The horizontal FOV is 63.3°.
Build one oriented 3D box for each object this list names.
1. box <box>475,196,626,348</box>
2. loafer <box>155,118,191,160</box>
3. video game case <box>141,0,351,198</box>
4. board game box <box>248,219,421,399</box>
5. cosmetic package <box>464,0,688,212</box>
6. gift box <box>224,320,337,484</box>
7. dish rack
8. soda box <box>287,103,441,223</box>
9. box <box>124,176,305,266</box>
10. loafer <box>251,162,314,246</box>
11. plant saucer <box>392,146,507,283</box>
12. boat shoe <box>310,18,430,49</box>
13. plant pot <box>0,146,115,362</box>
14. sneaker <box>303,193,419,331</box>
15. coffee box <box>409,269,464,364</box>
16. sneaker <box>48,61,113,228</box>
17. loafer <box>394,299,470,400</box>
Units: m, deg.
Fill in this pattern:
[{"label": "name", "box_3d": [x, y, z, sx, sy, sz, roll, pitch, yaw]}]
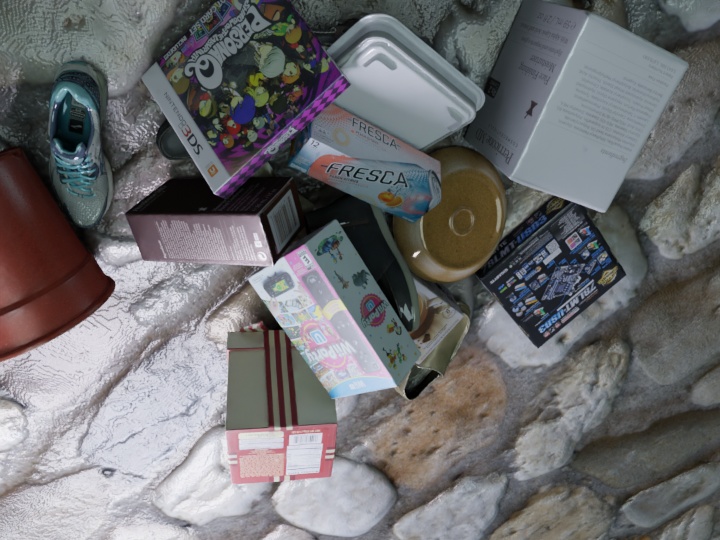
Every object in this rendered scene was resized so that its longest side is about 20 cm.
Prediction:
[{"label": "box", "box_3d": [0.315, 0.002, 0.969, 0.199, 0.050, 0.198, -41, 121, 10]}, {"label": "loafer", "box_3d": [-0.165, -0.188, 0.727, 0.196, 0.073, 0.074, -26, 123, 2]}, {"label": "video game case", "box_3d": [-0.137, -0.219, 0.674, 0.199, 0.036, 0.183, -38, 77, 10]}, {"label": "board game box", "box_3d": [-0.035, 0.057, 0.743, 0.146, 0.064, 0.202, -24, 104, 49]}, {"label": "cosmetic package", "box_3d": [0.268, -0.216, 0.765, 0.161, 0.166, 0.204, 14, 114, -20]}, {"label": "gift box", "box_3d": [-0.113, 0.185, 0.882, 0.179, 0.190, 0.203, 2, 134, -13]}, {"label": "dish rack", "box_3d": [0.037, -0.205, 0.718, 0.197, 0.045, 0.170, 25, 151, -33]}, {"label": "soda box", "box_3d": [0.009, -0.135, 0.736, 0.196, 0.070, 0.063, 21, 147, -26]}, {"label": "box", "box_3d": [-0.179, -0.064, 0.729, 0.195, 0.101, 0.077, 1, 124, 22]}, {"label": "loafer", "box_3d": [-0.106, -0.086, 0.804, 0.068, 0.075, 0.203, -44, 117, -29]}, {"label": "plant saucer", "box_3d": [0.142, -0.076, 0.857, 0.195, 0.035, 0.206, -6, 107, -21]}, {"label": "boat shoe", "box_3d": [-0.007, -0.276, 0.725, 0.195, 0.072, 0.068, 10, 86, -4]}, {"label": "plant pot", "box_3d": [-0.428, -0.026, 0.694, 0.196, 0.202, 0.200, -19, 114, -2]}, {"label": "sneaker", "box_3d": [0.000, 0.000, 0.773, 0.104, 0.075, 0.204, -21, 78, -14]}, {"label": "coffee box", "box_3d": [0.049, 0.043, 0.907, 0.198, 0.080, 0.113, 34, 107, -28]}, {"label": "sneaker", "box_3d": [-0.346, -0.139, 0.702, 0.075, 0.087, 0.205, 1, 119, -14]}, {"label": "loafer", "box_3d": [0.125, 0.142, 0.989, 0.075, 0.068, 0.202, 22, 112, -24]}]
